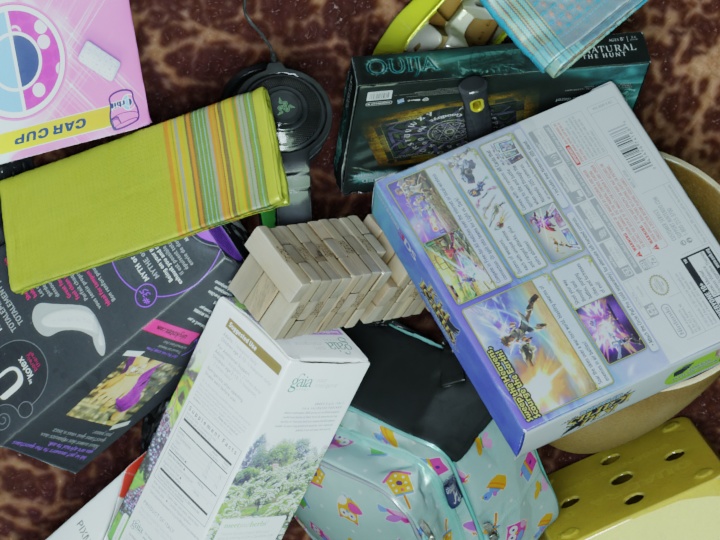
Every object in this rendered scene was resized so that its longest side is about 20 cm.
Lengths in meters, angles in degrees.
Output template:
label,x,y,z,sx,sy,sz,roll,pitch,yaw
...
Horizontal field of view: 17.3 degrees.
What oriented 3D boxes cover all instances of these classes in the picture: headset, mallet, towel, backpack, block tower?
label,x,y,z,sx,sy,sz,roll,pitch,yaw
headset,-0.043,-0.105,1.584,0.094,0.124,0.200,-7,99,-8
mallet,0.096,-0.069,1.617,0.066,0.041,0.200,-10,147,-6
towel,0.116,-0.244,1.548,0.147,0.022,0.200,-40,85,3
backpack,0.039,0.141,1.658,0.153,0.176,0.200,-55,139,-20
towel,-0.142,-0.050,1.536,0.200,0.086,0.018,-18,153,18
block tower,0.000,0.000,1.564,0.200,0.054,0.058,-7,139,-50

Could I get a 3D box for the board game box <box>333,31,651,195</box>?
label,x,y,z,sx,sy,sz,roll,pitch,yaw
board game box,0.086,-0.105,1.611,0.200,0.028,0.135,-5,151,-10

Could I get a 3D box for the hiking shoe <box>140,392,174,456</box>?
label,x,y,z,sx,sy,sz,roll,pitch,yaw
hiking shoe,-0.090,0.086,1.679,0.101,0.076,0.200,19,108,-13

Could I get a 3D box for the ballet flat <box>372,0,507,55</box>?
label,x,y,z,sx,sy,sz,roll,pitch,yaw
ballet flat,0.074,-0.171,1.602,0.067,0.067,0.200,38,103,-20

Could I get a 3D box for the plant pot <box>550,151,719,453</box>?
label,x,y,z,sx,sy,sz,roll,pitch,yaw
plant pot,0.167,0.045,1.640,0.186,0.187,0.200,-4,151,-8

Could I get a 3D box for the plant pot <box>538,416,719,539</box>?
label,x,y,z,sx,sy,sz,roll,pitch,yaw
plant pot,0.223,0.226,1.741,0.200,0.200,0.177,-24,105,1

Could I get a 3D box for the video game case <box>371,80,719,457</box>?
label,x,y,z,sx,sy,sz,roll,pitch,yaw
video game case,0.132,-0.004,1.524,0.181,0.200,0.045,-23,156,-17

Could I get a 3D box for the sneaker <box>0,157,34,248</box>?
label,x,y,z,sx,sy,sz,roll,pitch,yaw
sneaker,-0.293,-0.090,1.587,0.083,0.072,0.200,-12,125,33

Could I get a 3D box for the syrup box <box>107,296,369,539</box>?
label,x,y,z,sx,sy,sz,roll,pitch,yaw
syrup box,-0.082,0.119,1.578,0.079,0.081,0.200,2,120,-48

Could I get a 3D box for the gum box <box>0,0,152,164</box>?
label,x,y,z,sx,sy,sz,roll,pitch,yaw
gum box,-0.242,-0.128,1.510,0.200,0.066,0.114,-18,106,-32

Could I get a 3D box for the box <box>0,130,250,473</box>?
label,x,y,z,sx,sy,sz,roll,pitch,yaw
box,-0.171,0.023,1.595,0.200,0.122,0.106,-39,154,8

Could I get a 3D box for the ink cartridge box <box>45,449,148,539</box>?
label,x,y,z,sx,sy,sz,roll,pitch,yaw
ink cartridge box,-0.130,0.195,1.684,0.200,0.050,0.162,-39,145,20
